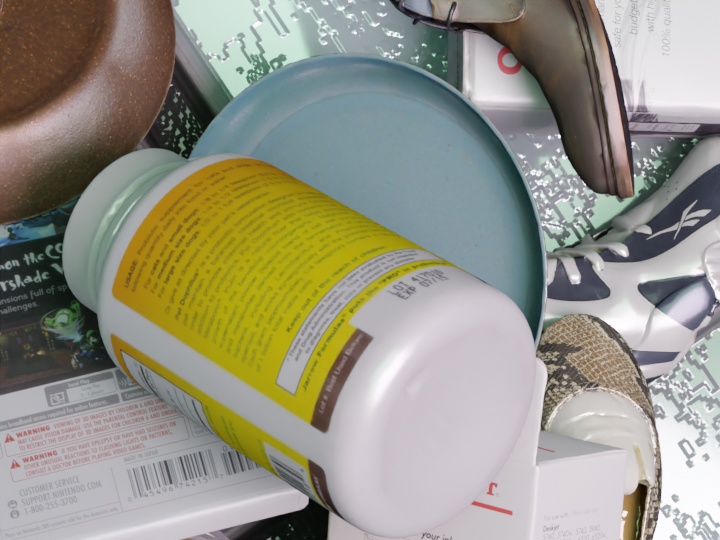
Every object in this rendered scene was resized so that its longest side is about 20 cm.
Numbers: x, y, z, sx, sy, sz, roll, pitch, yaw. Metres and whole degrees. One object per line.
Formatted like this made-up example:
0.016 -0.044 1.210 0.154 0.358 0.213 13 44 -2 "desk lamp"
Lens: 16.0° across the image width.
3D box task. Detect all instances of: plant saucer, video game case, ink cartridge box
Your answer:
-0.185 -0.115 1.178 0.200 0.037 0.200 2 65 -4 "plant saucer"
0.000 0.000 1.182 0.200 0.027 0.200 2 94 29 "plant saucer"
-0.142 0.047 1.126 0.200 0.023 0.182 -13 59 -9 "video game case"
0.047 0.126 1.099 0.068 0.116 0.200 -3 101 -48 "ink cartridge box"
0.142 -0.140 1.228 0.200 0.083 0.145 2 85 -6 "ink cartridge box"

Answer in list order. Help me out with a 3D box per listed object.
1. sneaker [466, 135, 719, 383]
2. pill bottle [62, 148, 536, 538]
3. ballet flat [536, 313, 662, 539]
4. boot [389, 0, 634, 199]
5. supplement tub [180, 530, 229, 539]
0.094 0.000 1.211 0.130 0.079 0.199 32 92 -12 "sneaker"
-0.032 0.021 1.050 0.200 0.109 0.109 30 80 38 "pill bottle"
0.104 0.120 1.137 0.068 0.075 0.200 5 88 -9 "ballet flat"
0.056 -0.115 1.147 0.097 0.075 0.200 -18 80 5 "boot"
-0.091 0.196 1.096 0.145 0.200 0.145 -3 109 -8 "supplement tub"
